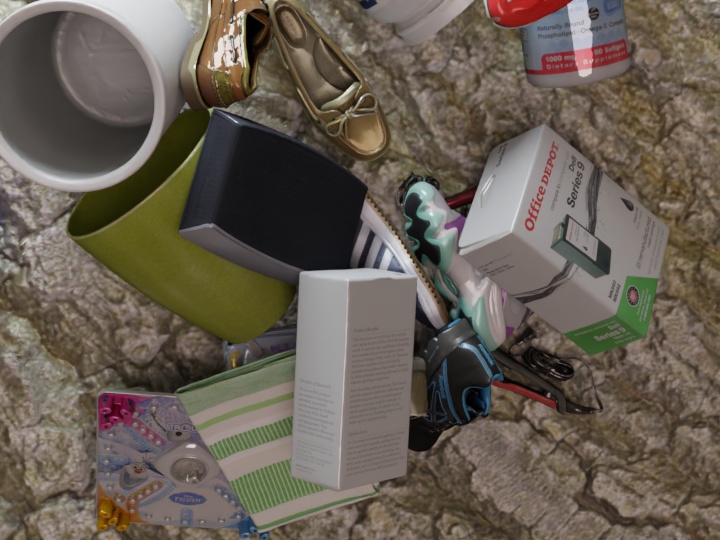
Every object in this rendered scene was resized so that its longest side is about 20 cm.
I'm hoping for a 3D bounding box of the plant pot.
[{"bbox_3d":[-0.158,-0.028,1.238,0.187,0.187,0.200,-38,115,4],"label":"plant pot"}]

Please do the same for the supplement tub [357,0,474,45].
[{"bbox_3d":[0.030,-0.334,1.188,0.145,0.145,0.200,-41,105,5],"label":"supplement tub"}]

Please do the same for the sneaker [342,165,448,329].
[{"bbox_3d":[0.000,0.000,1.286,0.108,0.070,0.201,-36,78,4],"label":"sneaker"}]

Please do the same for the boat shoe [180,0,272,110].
[{"bbox_3d":[-0.115,-0.233,1.183,0.067,0.201,0.072,-4,146,17],"label":"boat shoe"}]

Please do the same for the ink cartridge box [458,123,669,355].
[{"bbox_3d":[0.213,-0.030,1.269,0.199,0.084,0.147,35,57,-23],"label":"ink cartridge box"}]

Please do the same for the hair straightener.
[{"bbox_3d":[0.188,0.105,1.370,0.199,0.041,0.077,25,100,-6],"label":"hair straightener"}]

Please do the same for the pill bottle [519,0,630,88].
[{"bbox_3d":[0.207,-0.292,1.238,0.108,0.109,0.202,-12,105,-3],"label":"pill bottle"}]

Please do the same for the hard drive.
[{"bbox_3d":[-0.075,-0.062,1.178,0.199,0.042,0.136,23,79,-45],"label":"hard drive"}]

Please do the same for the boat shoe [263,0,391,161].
[{"bbox_3d":[-0.035,-0.195,1.257,0.073,0.063,0.201,-31,105,2],"label":"boat shoe"}]

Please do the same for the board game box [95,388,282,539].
[{"bbox_3d":[-0.185,0.215,1.322,0.198,0.026,0.201,5,128,-6],"label":"board game box"}]

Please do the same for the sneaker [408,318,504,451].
[{"bbox_3d":[0.090,0.143,1.311,0.073,0.082,0.201,-26,151,-33],"label":"sneaker"}]

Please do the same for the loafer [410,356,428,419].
[{"bbox_3d":[0.005,0.158,1.300,0.075,0.200,0.070,-1,63,-32],"label":"loafer"}]

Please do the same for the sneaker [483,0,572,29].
[{"bbox_3d":[0.205,-0.290,1.137,0.199,0.085,0.077,-29,105,0],"label":"sneaker"}]

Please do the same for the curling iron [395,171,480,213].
[{"bbox_3d":[0.134,-0.095,1.322,0.198,0.026,0.050,-12,108,-4],"label":"curling iron"}]

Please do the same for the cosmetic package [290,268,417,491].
[{"bbox_3d":[-0.007,0.102,1.194,0.101,0.071,0.202,-2,98,-47],"label":"cosmetic package"}]

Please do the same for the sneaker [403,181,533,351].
[{"bbox_3d":[0.136,-0.028,1.315,0.139,0.078,0.201,-32,111,-19],"label":"sneaker"}]

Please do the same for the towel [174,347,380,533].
[{"bbox_3d":[-0.080,0.178,1.265,0.152,0.023,0.201,-19,120,9],"label":"towel"}]

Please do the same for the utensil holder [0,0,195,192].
[{"bbox_3d":[-0.245,-0.182,1.152,0.168,0.200,0.171,1,110,4],"label":"utensil holder"}]

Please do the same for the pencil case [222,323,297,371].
[{"bbox_3d":[-0.049,0.089,1.318,0.198,0.083,0.091,-11,115,-4],"label":"pencil case"}]
